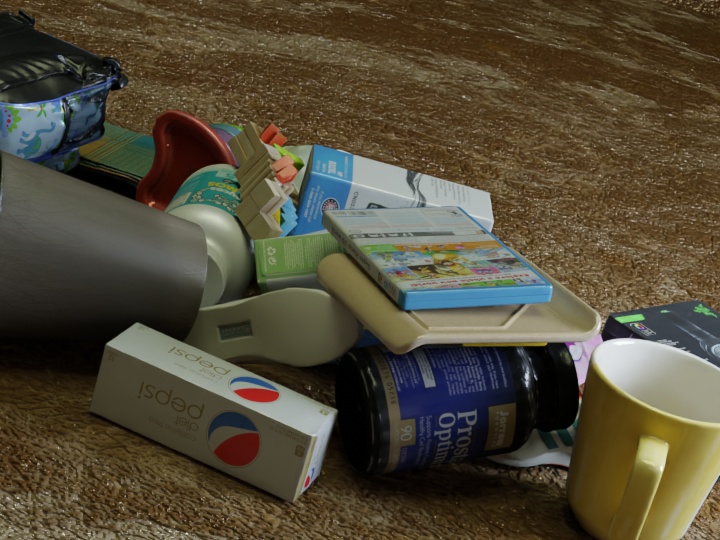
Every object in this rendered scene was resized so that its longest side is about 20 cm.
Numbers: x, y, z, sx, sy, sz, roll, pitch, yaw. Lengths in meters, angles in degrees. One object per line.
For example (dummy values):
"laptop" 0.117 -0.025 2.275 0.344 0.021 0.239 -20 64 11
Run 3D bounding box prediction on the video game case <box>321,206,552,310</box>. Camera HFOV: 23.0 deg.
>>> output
"video game case" 0.065 -0.014 1.579 0.142 0.018 0.200 -2 23 -22

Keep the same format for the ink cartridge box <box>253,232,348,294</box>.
"ink cartridge box" 0.000 0.000 1.723 0.198 0.048 0.146 -6 -14 0

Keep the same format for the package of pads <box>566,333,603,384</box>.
"package of pads" 0.146 0.095 1.737 0.198 0.076 0.121 12 27 -11

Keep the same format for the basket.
"basket" -0.247 -0.004 1.563 0.198 0.181 0.136 12 32 -24

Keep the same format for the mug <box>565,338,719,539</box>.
"mug" 0.238 0.164 1.543 0.186 0.154 0.149 -8 33 -45

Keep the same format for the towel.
"towel" -0.300 -0.141 2.030 0.198 0.022 0.147 19 21 14

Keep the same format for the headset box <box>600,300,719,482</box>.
"headset box" 0.352 0.115 1.821 0.173 0.094 0.199 -6 31 -45

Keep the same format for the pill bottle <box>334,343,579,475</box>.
"pill bottle" 0.085 0.111 1.553 0.198 0.113 0.112 -7 29 -17

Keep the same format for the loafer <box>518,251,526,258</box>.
"loafer" 0.159 0.028 1.713 0.070 0.069 0.201 0 24 -14

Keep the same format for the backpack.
"backpack" -0.384 -0.173 1.881 0.182 0.148 0.200 27 27 22

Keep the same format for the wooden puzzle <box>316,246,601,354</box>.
"wooden puzzle" 0.083 0.029 1.549 0.198 0.038 0.185 -4 24 -25

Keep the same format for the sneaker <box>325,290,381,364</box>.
"sneaker" 0.010 0.065 1.647 0.198 0.076 0.105 -15 31 19

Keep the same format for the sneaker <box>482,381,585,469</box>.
"sneaker" 0.187 0.135 1.650 0.198 0.094 0.070 11 22 -15

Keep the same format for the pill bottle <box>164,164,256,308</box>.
"pill bottle" -0.151 -0.026 1.759 0.110 0.112 0.200 17 23 0

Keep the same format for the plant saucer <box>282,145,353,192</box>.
"plant saucer" -0.007 -0.083 1.988 0.199 0.050 0.201 36 20 -15

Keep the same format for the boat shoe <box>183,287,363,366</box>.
"boat shoe" -0.078 0.056 1.609 0.198 0.073 0.068 -13 -2 29

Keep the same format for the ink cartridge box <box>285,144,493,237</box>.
"ink cartridge box" 0.025 -0.028 1.845 0.198 0.146 0.084 15 23 -6

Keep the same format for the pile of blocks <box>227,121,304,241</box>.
"pile of blocks" -0.080 -0.089 1.764 0.082 0.062 0.201 38 20 -25

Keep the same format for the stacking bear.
"stacking bear" -0.148 -0.114 1.982 0.113 0.123 0.200 22 15 18

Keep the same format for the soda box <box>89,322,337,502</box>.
"soda box" -0.124 0.118 1.494 0.198 0.069 0.064 22 22 12
